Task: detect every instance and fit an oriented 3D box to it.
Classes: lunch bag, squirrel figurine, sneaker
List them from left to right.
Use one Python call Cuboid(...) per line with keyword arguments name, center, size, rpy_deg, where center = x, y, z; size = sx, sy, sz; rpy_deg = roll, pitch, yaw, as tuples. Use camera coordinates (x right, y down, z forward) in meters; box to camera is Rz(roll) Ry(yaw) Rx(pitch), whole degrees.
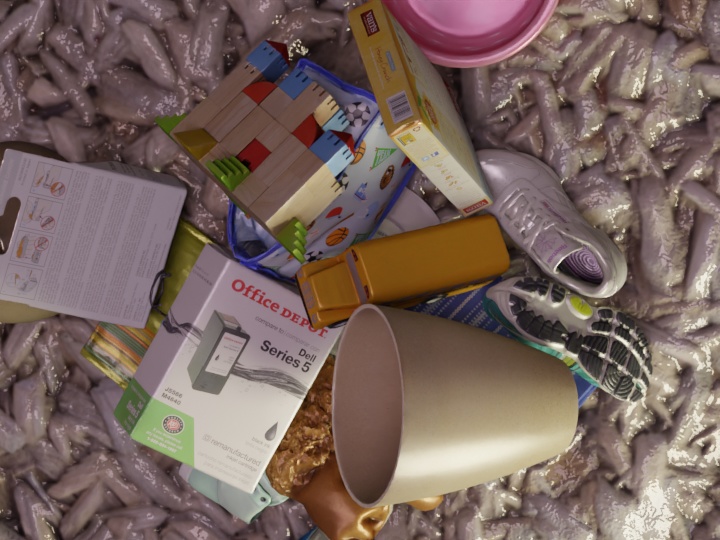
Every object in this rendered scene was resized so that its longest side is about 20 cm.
Cuboid(name="sneaker", center=(-0.104, 0.181, 1.741), size=(0.118, 0.074, 0.201), rpy_deg=(37, 124, 11))
Cuboid(name="lunch bag", center=(-0.043, -0.085, 1.605), size=(0.124, 0.170, 0.201), rpy_deg=(29, 93, 22))
Cuboid(name="squirrel figurine", center=(0.007, 0.172, 1.679), size=(0.200, 0.142, 0.187), rpy_deg=(37, 101, -12))
Cuboid(name="sneaker", center=(0.183, -0.049, 1.616), size=(0.200, 0.100, 0.075), rpy_deg=(41, 106, 4))
Cuboid(name="sneaker", center=(0.208, 0.063, 1.627), size=(0.200, 0.080, 0.078), rpy_deg=(33, 72, -20))

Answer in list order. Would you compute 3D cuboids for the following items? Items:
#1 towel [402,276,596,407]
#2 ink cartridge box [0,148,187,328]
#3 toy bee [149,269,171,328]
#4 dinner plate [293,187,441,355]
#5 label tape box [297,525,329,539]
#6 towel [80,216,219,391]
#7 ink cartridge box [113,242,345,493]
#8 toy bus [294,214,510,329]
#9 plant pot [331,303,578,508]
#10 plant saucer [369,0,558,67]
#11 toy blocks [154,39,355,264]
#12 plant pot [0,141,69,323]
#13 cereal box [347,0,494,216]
Cuboid(name="towel", center=(0.134, 0.087, 1.655), size=(0.200, 0.024, 0.145), rpy_deg=(43, 67, 4))
Cuboid(name="ink cartridge box", center=(-0.295, -0.037, 1.703), size=(0.199, 0.057, 0.163), rpy_deg=(14, 104, -23))
Cuboid(name="toy bee", center=(-0.169, 0.095, 1.710), size=(0.108, 0.200, 0.131), rpy_deg=(16, 73, 4))
Cuboid(name="dinner plate", center=(0.000, 0.000, 1.714), size=(0.199, 0.024, 0.201), rpy_deg=(3, 101, 13))
Cuboid(name="label tape box", center=(-0.038, 0.398, 1.782), size=(0.143, 0.066, 0.200), rpy_deg=(-40, 88, 18))
Cuboid(name="towel", center=(-0.225, 0.038, 1.782), size=(0.086, 0.018, 0.200), rpy_deg=(35, 107, 5))
Cuboid(name="ink cartridge box", center=(-0.129, 0.095, 1.622), size=(0.145, 0.084, 0.201), rpy_deg=(28, 91, -23))
Cuboid(name="toy bus", center=(0.040, 0.001, 1.600), size=(0.199, 0.078, 0.065), rpy_deg=(-13, 79, -27))
Cuboid(name="plant pot", center=(0.096, 0.129, 1.544), size=(0.199, 0.187, 0.188), rpy_deg=(3, 104, -20))
Cuboid(name="plant saucer", center=(0.104, -0.301, 1.611), size=(0.200, 0.051, 0.202), rpy_deg=(3, 101, 14))
Cuboid(name="toy blocks", center=(-0.074, -0.120, 1.491), size=(0.137, 0.100, 0.200), rpy_deg=(-44, 57, -5))
Cuboid(name="plant pot", center=(-0.391, -0.030, 1.751), size=(0.199, 0.134, 0.201), rpy_deg=(3, 103, 14))
Cuboid(name="cereal box", center=(0.059, -0.151, 1.553), size=(0.039, 0.200, 0.144), rpy_deg=(-25, 61, 13))
